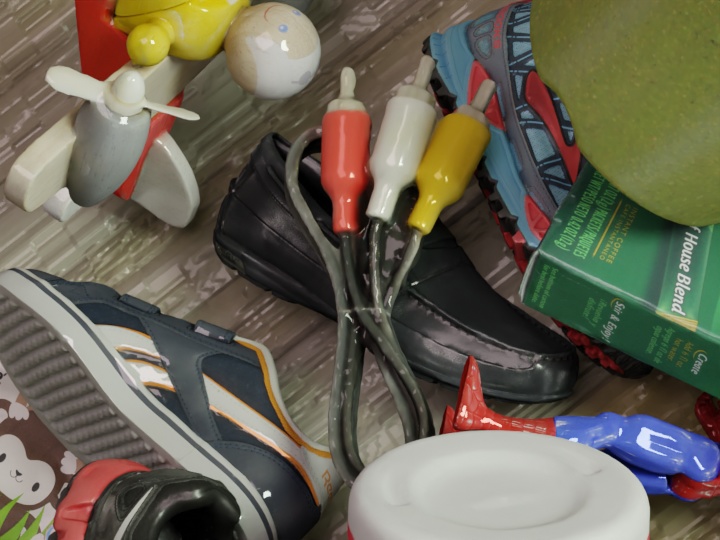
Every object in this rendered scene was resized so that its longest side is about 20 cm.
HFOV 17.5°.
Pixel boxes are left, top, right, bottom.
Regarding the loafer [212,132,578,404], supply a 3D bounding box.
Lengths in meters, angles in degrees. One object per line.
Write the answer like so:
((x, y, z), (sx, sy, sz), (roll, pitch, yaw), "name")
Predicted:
((0.017, -0.001, 1.083), (0.200, 0.068, 0.071), (29, 108, 28), "loafer")

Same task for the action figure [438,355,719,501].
((0.139, 0.061, 1.014), (0.199, 0.065, 0.099), (15, 56, -3), "action figure")

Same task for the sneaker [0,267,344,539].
((-0.091, 0.060, 1.095), (0.079, 0.079, 0.200), (-33, 62, -33), "sneaker")

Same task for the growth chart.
((-0.184, 0.097, 1.151), (0.144, 0.018, 0.201), (15, 77, 22), "growth chart")

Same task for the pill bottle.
((0.054, 0.178, 0.944), (0.119, 0.120, 0.201), (8, 112, 21), "pill bottle")

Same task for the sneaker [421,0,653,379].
((0.102, -0.048, 1.071), (0.095, 0.079, 0.201), (-28, 65, 5), "sneaker")

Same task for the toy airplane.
((-0.084, -0.101, 1.095), (0.140, 0.199, 0.201), (17, 83, 21), "toy airplane")

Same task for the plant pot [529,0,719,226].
((0.171, -0.116, 0.916), (0.184, 0.200, 0.201), (-38, 57, 43), "plant pot")

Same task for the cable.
((0.000, 0.000, 1.027), (0.096, 0.050, 0.201), (5, 64, 14), "cable")

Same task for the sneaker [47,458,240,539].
((-0.091, 0.172, 0.981), (0.098, 0.071, 0.202), (-14, 60, 40), "sneaker")

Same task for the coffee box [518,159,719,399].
((0.182, 0.003, 0.995), (0.199, 0.044, 0.123), (27, 56, 9), "coffee box")
